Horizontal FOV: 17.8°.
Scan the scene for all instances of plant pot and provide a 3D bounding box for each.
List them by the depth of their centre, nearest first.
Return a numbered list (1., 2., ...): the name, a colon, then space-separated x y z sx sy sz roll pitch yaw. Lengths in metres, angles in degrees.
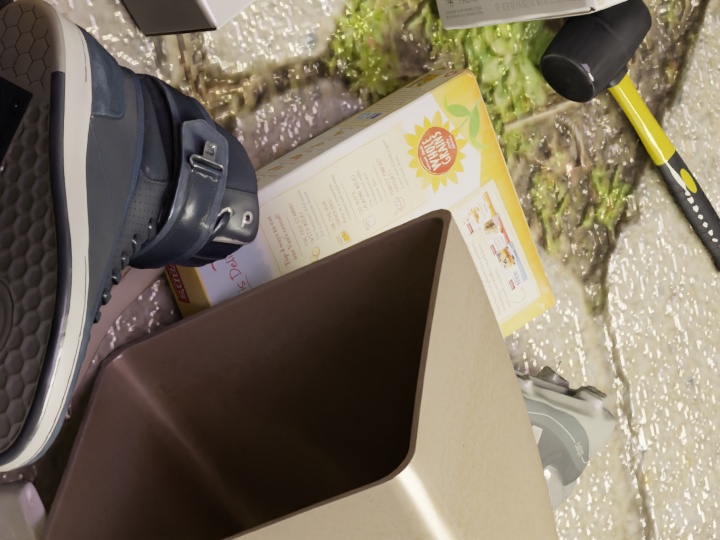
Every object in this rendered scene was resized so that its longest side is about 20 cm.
1. plant pot: -0.010 0.124 1.064 0.177 0.199 0.200 56 24 -26

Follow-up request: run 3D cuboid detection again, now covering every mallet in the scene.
1. mallet: 0.176 -0.079 1.323 0.200 0.041 0.066 47 65 -32

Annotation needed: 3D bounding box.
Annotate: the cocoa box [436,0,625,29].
1. cocoa box: 0.140 -0.220 1.229 0.200 0.133 0.132 -21 102 -32

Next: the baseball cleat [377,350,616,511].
1. baseball cleat: 0.064 0.092 1.202 0.200 0.070 0.107 19 99 -48

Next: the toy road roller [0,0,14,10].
1. toy road roller: -0.174 -0.190 0.990 0.146 0.200 0.123 59 16 -2

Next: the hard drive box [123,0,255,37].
1. hard drive box: -0.083 -0.239 1.112 0.156 0.077 0.200 -42 114 -25

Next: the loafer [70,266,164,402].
1. loafer: -0.156 0.017 1.078 0.068 0.076 0.200 49 57 -24

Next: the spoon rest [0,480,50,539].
1. spoon rest: -0.237 0.152 1.044 0.200 0.061 0.100 -24 104 -17

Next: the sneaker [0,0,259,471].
1. sneaker: -0.107 0.001 0.997 0.146 0.077 0.203 31 57 -51

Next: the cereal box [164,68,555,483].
1. cereal box: 0.000 0.000 1.199 0.200 0.039 0.144 -31 111 -29
